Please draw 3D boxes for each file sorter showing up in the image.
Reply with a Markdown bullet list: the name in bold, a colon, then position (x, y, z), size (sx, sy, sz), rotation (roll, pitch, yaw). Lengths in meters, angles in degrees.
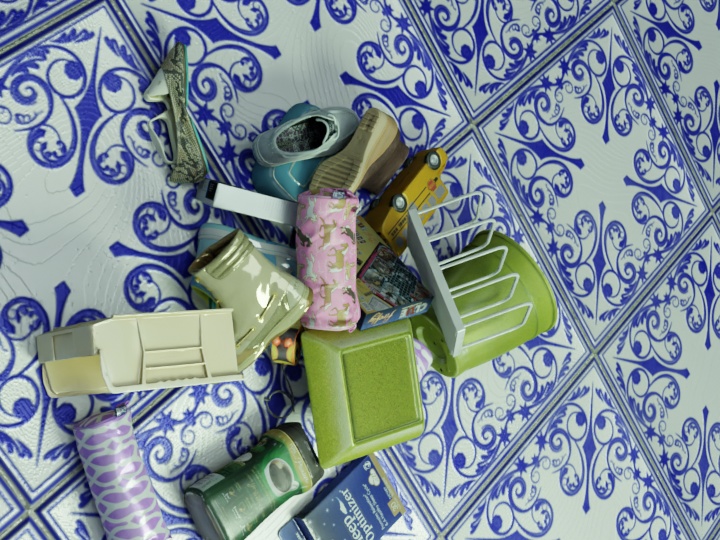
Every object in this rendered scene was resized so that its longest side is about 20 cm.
- **file sorter**: position (0.161, 0.001, 1.633), size (0.123, 0.139, 0.202), rotation (-20, 72, -5)

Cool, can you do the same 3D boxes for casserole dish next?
- **casserole dish**: position (-0.087, -0.172, 1.673), size (0.121, 0.039, 0.201), rotation (43, 61, -26)

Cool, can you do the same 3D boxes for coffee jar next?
- **coffee jar**: position (-0.147, 0.303, 1.542), size (0.199, 0.085, 0.105), rotation (-32, 100, -34)

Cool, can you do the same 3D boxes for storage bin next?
- **storage bin**: position (-0.286, 0.108, 1.388), size (0.197, 0.199, 0.095), rotation (-2, 85, -37)

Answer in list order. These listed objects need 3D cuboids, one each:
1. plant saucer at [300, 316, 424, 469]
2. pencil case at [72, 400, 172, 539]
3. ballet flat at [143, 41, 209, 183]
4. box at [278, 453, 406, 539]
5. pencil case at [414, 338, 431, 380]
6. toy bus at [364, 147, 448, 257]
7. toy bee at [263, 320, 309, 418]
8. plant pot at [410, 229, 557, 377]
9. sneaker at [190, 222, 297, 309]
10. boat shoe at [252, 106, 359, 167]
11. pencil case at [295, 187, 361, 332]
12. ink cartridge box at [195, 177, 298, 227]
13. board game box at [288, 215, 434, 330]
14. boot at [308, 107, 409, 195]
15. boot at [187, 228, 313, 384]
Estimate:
- **plant saucer**: position (0.018, 0.170, 1.578), size (0.198, 0.048, 0.203), rotation (-12, 96, -38)
- **pencil case**: position (-0.314, 0.277, 1.427), size (0.085, 0.083, 0.202), rotation (-24, 101, -60)
- **ballet flat**: position (-0.267, -0.222, 1.533), size (0.074, 0.068, 0.203), rotation (-10, 93, -17)
- **box**: position (-0.024, 0.385, 1.660), size (0.200, 0.032, 0.122), rotation (-39, 108, -32)
- **pencil case**: position (0.033, 0.185, 1.684), size (0.085, 0.084, 0.201), rotation (39, 62, -5)
- **toy bus**: position (0.079, -0.113, 1.773), size (0.078, 0.065, 0.200), rotation (51, 58, -21)
- **toy bee**: position (-0.095, 0.097, 1.578), size (0.129, 0.109, 0.202), rotation (-11, 67, 0)
- **plant pot**: position (0.184, 0.069, 1.768), size (0.192, 0.200, 0.202), rotation (-35, 105, -22)
- **sneaker**: position (-0.153, 0.022, 1.562), size (0.198, 0.080, 0.132), rotation (18, 76, -9)
- **boat shoe**: position (-0.067, -0.203, 1.623), size (0.200, 0.071, 0.071), rotation (-24, 99, -37)
- **pencil case**: position (-0.044, -0.014, 1.520), size (0.082, 0.086, 0.203), rotation (-10, 103, -50)
- **ink cartridge box**: position (-0.132, -0.091, 1.569), size (0.198, 0.099, 0.040), rotation (15, 93, -25)
- **board game box**: position (0.000, 0.000, 1.640), size (0.134, 0.035, 0.200), rotation (-12, 48, -37)
- **boot**: position (0.004, -0.144, 1.689), size (0.201, 0.072, 0.166), rotation (-57, 156, -5)
- **boot**: position (-0.183, 0.050, 1.473), size (0.155, 0.200, 0.073), rotation (41, 19, -24)
